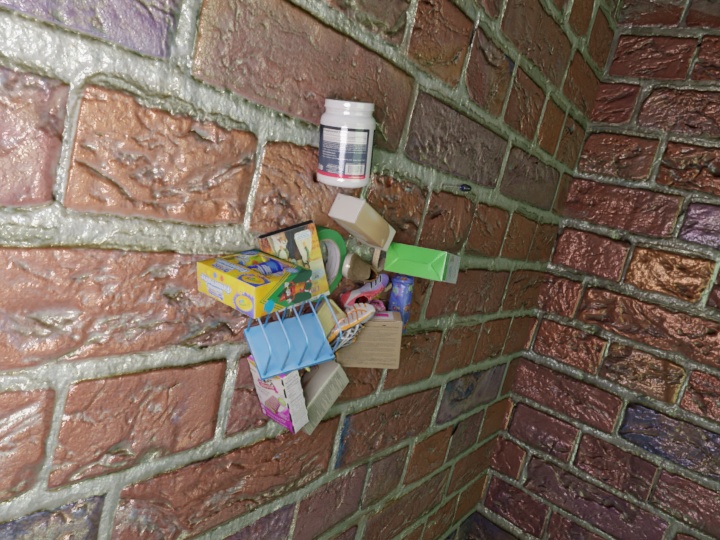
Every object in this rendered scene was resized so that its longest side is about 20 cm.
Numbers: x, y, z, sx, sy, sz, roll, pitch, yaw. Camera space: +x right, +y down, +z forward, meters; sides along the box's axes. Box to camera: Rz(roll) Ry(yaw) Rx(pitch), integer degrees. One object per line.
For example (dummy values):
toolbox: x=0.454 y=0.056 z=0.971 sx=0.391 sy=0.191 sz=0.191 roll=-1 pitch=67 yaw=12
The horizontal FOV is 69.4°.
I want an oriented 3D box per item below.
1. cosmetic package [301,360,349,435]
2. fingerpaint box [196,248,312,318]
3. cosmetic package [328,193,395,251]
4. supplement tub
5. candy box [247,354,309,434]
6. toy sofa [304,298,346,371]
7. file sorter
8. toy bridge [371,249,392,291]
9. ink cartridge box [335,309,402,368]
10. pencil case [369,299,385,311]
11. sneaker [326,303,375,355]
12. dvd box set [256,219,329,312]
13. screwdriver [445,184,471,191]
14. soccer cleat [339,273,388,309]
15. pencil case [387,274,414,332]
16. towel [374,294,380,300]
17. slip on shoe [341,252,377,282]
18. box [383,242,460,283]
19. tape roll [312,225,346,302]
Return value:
cosmetic package: x=-0.134 y=0.364 z=1.535 sx=0.200 sy=0.087 sz=0.104 roll=-49 pitch=138 yaw=-26
fingerpaint box: x=-0.232 y=0.020 z=1.142 sx=0.166 sy=0.198 sz=0.074 roll=-18 pitch=119 yaw=-47
cosmetic package: x=0.008 y=-0.134 z=1.477 sx=0.200 sy=0.104 sz=0.072 roll=35 pitch=78 yaw=-52
supplement tub: x=-0.035 y=-0.318 z=1.299 sx=0.139 sy=0.139 sz=0.203 roll=-17 pitch=119 yaw=-48
candy box: x=-0.213 y=0.314 z=1.362 sx=0.061 sy=0.135 sz=0.203 roll=-35 pitch=131 yaw=-39
toy sofa: x=-0.139 y=0.172 z=1.452 sx=0.083 sy=0.097 sz=0.201 roll=49 pitch=66 yaw=-31
file sorter: x=-0.162 y=0.154 z=1.270 sx=0.198 sy=0.140 sz=0.123 roll=-11 pitch=148 yaw=-30
toy bridge: x=0.065 y=-0.016 z=1.674 sx=0.067 sy=0.027 sz=0.202 roll=-37 pitch=133 yaw=-37
ink cartridge box: x=0.023 y=0.208 z=1.583 sx=0.075 sy=0.197 sz=0.167 roll=-90 pitch=-176 yaw=-69
pencil case: x=0.036 y=0.194 z=1.660 sx=0.086 sy=0.082 sz=0.203 roll=-22 pitch=120 yaw=-40
sneaker: x=-0.034 y=0.168 z=1.493 sx=0.199 sy=0.079 sz=0.077 roll=-36 pitch=118 yaw=14
dvd box set: x=-0.164 y=-0.010 z=1.295 sx=0.144 sy=0.029 sz=0.203 roll=-18 pitch=116 yaw=-17
screwdriver: x=0.365 y=-0.313 z=1.933 sx=0.029 sy=0.028 sz=0.199 roll=-51 pitch=156 yaw=24
soccer cleat: x=0.025 y=0.070 z=1.602 sx=0.199 sy=0.076 sz=0.068 roll=-26 pitch=126 yaw=-34
pencil case: x=0.131 y=0.113 z=1.776 sx=0.077 sy=0.086 sz=0.203 roll=-9 pitch=112 yaw=-46
towel: x=0.005 y=0.138 z=1.679 sx=0.086 sy=0.018 sz=0.202 roll=28 pitch=84 yaw=-49
slip on shoe: x=0.000 y=0.000 z=1.518 sx=0.200 sy=0.060 sz=0.077 roll=42 pitch=63 yaw=-70
box: x=0.202 y=-0.026 z=1.679 sx=0.176 sy=0.197 sz=0.098 roll=10 pitch=92 yaw=-65
tape roll: x=-0.119 y=-0.018 z=1.407 sx=0.199 sy=0.048 sz=0.203 roll=-28 pitch=127 yaw=-44
